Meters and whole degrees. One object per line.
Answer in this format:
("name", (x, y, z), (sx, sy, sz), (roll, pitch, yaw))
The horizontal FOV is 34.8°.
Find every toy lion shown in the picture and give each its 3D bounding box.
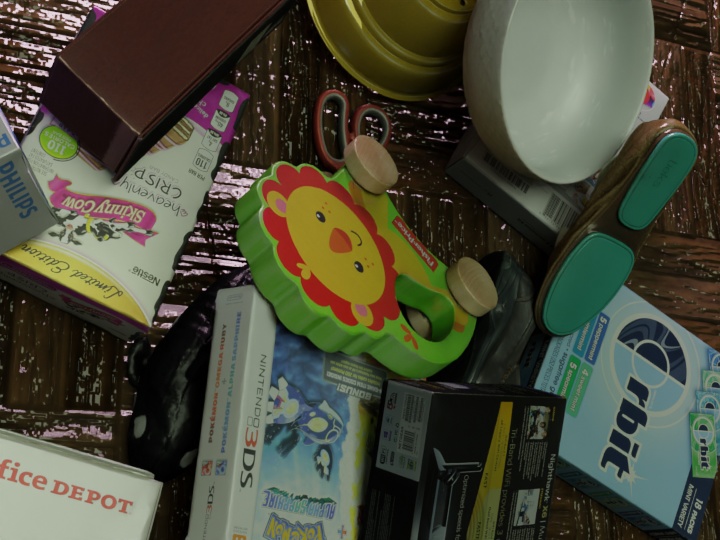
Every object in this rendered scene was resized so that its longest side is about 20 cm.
("toy lion", (0.000, 0.000, 0.841), (0.200, 0.068, 0.192), (49, 33, -8))

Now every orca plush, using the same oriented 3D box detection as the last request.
("orca plush", (-0.097, 0.062, 0.833), (0.105, 0.071, 0.200), (49, 62, -7))

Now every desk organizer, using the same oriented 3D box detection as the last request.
("desk organizer", (-0.128, -0.165, 0.810), (0.077, 0.072, 0.200), (43, 59, -6))

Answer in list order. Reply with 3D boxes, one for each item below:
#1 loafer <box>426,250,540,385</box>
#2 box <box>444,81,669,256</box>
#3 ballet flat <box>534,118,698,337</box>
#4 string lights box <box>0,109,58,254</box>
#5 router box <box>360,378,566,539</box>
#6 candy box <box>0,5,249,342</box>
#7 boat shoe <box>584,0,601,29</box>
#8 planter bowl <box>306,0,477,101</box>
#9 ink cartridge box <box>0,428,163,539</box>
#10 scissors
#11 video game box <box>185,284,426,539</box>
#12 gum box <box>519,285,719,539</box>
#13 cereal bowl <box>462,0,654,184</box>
("loafer", (0.102, 0.083, 0.930), (0.072, 0.073, 0.202), (34, 66, -19))
("box", (0.182, -0.125, 1.038), (0.155, 0.041, 0.201), (36, 65, -14))
("ballet flat", (0.202, -0.040, 0.952), (0.067, 0.072, 0.202), (25, 103, -22))
("string lights box", (-0.271, -0.116, 0.735), (0.058, 0.103, 0.201), (-29, 70, -13))
("router box", (0.072, 0.184, 0.841), (0.156, 0.052, 0.203), (8, 91, -44))
("candy box", (-0.180, -0.070, 0.832), (0.135, 0.061, 0.202), (27, 67, -18))
("boat shoe", (0.176, -0.313, 1.005), (0.063, 0.072, 0.202), (-44, 122, -47))
("planter bowl", (0.055, -0.251, 0.963), (0.198, 0.083, 0.204), (4, 83, -33))
("ink cartridge box", (-0.226, 0.212, 0.724), (0.145, 0.083, 0.203), (21, 69, -21))
("scissors", (-0.005, -0.051, 0.944), (0.072, 0.014, 0.203), (5, 76, -27))
("video game box", (-0.031, 0.125, 0.826), (0.199, 0.046, 0.185), (23, 68, -45))
("gum box", (0.230, 0.115, 0.999), (0.199, 0.044, 0.171), (32, 65, -15))
("cereal bowl", (0.153, -0.177, 0.949), (0.198, 0.083, 0.203), (-14, 111, -38))
